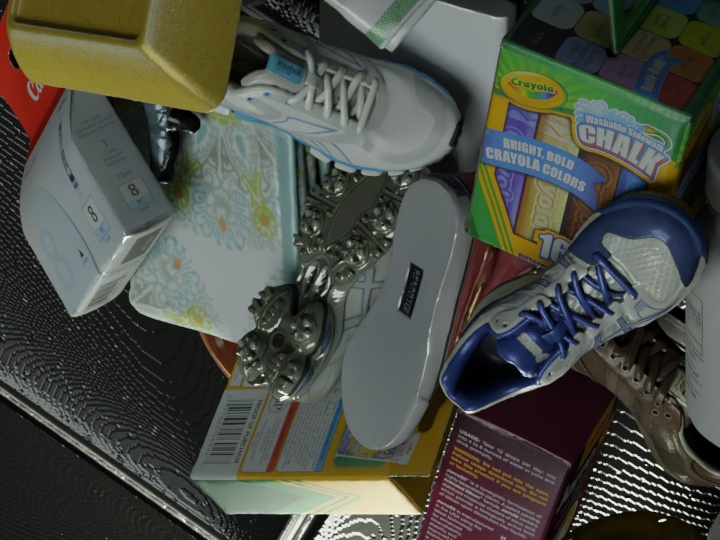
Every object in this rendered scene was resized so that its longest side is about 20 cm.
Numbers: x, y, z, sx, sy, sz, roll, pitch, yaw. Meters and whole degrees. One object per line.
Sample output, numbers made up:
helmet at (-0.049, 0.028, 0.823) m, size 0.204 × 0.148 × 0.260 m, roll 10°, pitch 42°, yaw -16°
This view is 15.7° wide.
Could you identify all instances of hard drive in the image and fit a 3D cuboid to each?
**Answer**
hard drive at (0.035, -0.104, 1.707) m, size 0.132 × 0.025 × 0.200 m, roll 19°, pitch 133°, yaw 20°

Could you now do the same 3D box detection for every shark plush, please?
shark plush at (-0.133, -0.161, 1.732) m, size 0.083 × 0.091 × 0.200 m, roll 12°, pitch 126°, yaw 48°

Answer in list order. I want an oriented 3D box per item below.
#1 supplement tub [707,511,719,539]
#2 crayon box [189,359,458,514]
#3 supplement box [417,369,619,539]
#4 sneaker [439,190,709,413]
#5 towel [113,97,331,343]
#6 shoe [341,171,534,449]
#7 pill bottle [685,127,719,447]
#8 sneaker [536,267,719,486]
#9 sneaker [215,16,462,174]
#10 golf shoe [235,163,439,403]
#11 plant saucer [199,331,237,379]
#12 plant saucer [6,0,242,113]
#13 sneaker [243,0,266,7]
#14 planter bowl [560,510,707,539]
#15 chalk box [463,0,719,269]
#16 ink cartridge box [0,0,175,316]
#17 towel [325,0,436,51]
supplement tub at (0.333, 0.214, 1.684) m, size 0.200 × 0.145 × 0.145 m, roll 49°, pitch 136°, yaw -10°
crayon box at (-0.007, 0.101, 1.781) m, size 0.200 × 0.126 × 0.052 m, roll -4°, pitch 142°, yaw 36°
supplement box at (0.106, 0.147, 1.803) m, size 0.086 × 0.110 × 0.200 m, roll 26°, pitch 135°, yaw 12°
sneaker at (0.125, 0.028, 1.533) m, size 0.075 × 0.088 × 0.200 m, roll 46°, pitch 135°, yaw -4°
towel at (-0.091, -0.044, 1.790) m, size 0.171 × 0.048 × 0.200 m, roll 17°, pitch 120°, yaw 37°
shoe at (0.056, 0.025, 1.688) m, size 0.071 × 0.091 × 0.200 m, roll 38°, pitch 123°, yaw 36°
pill bottle at (0.255, 0.008, 1.589) m, size 0.114 × 0.114 × 0.200 m, roll 14°, pitch 131°, yaw 24°
sneaker at (0.194, 0.063, 1.697) m, size 0.200 × 0.070 × 0.076 m, roll 48°, pitch 159°, yaw -23°
sneaker at (-0.034, -0.113, 1.629) m, size 0.200 × 0.075 × 0.087 m, roll 17°, pitch 177°, yaw 4°
golf shoe at (0.000, 0.000, 1.725) m, size 0.078 × 0.097 × 0.200 m, roll 42°, pitch 103°, yaw 38°
plant saucer at (-0.029, 0.036, 1.861) m, size 0.200 × 0.032 × 0.201 m, roll 18°, pitch 133°, yaw 20°
plant saucer at (-0.148, -0.207, 1.603) m, size 0.200 × 0.048 × 0.200 m, roll 13°, pitch 93°, yaw 46°
sneaker at (-0.030, -0.232, 1.617) m, size 0.087 × 0.075 × 0.200 m, roll 27°, pitch 136°, yaw 4°
planter bowl at (0.181, 0.218, 1.758) m, size 0.200 × 0.200 × 0.084 m, roll -2°, pitch 113°, yaw 35°
chalk box at (0.154, -0.104, 1.558) m, size 0.124 × 0.125 × 0.200 m, roll 25°, pitch 136°, yaw 14°
ink cartridge box at (-0.213, -0.084, 1.804) m, size 0.200 × 0.047 × 0.160 m, roll 57°, pitch 153°, yaw 8°
towel at (-0.007, -0.247, 1.535) m, size 0.200 × 0.149 × 0.031 m, roll 42°, pitch 175°, yaw -12°
